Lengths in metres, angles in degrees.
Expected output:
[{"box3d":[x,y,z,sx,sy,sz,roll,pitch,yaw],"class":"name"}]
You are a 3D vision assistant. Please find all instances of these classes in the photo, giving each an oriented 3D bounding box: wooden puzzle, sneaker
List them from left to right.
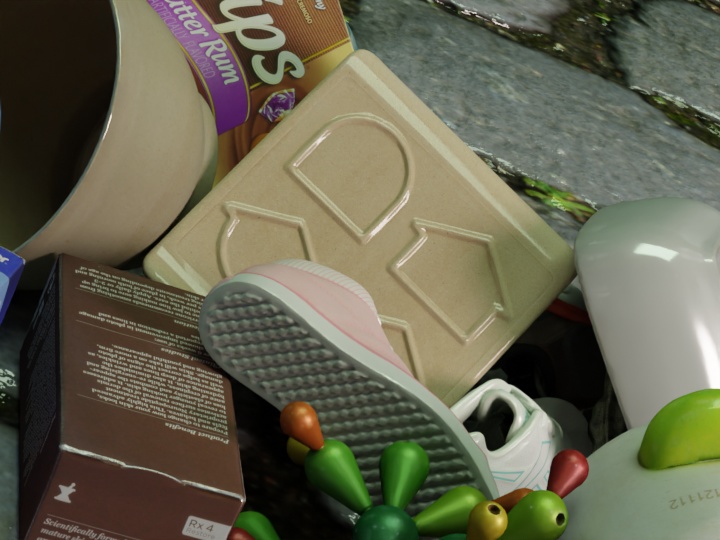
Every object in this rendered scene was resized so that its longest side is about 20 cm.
[{"box3d":[0.000,0.000,1.668,0.185,0.046,0.200,44,69,1],"class":"wooden puzzle"},{"box3d":[0.007,0.067,1.559,0.200,0.075,0.105,43,19,2],"class":"sneaker"},{"box3d":[0.087,0.101,1.649,0.070,0.081,0.200,32,25,20],"class":"sneaker"},{"box3d":[0.128,0.059,1.793,0.077,0.082,0.200,12,-11,46],"class":"sneaker"}]

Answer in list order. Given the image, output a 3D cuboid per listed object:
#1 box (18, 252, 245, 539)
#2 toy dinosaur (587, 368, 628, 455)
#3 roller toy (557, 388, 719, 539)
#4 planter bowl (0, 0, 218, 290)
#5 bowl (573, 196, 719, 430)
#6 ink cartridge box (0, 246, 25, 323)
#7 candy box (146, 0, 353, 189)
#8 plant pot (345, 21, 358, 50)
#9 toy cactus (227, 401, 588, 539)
[{"box3d":[-0.123,0.079,1.519,0.100,0.075,0.200,18,24,-15],"class":"box"},{"box3d":[0.153,0.097,1.691,0.088,0.047,0.201,54,30,-51],"class":"toy dinosaur"},{"box3d":[0.183,0.179,1.460,0.200,0.182,0.140,40,17,-24],"class":"roller toy"},{"box3d":[-0.167,-0.076,1.662,0.135,0.201,0.200,23,18,-47],"class":"planter bowl"},{"box3d":[0.203,0.050,1.705,0.200,0.074,0.201,-29,101,-73],"class":"bowl"},{"box3d":[-0.233,0.057,1.387,0.076,0.137,0.200,26,25,0],"class":"ink cartridge box"},{"box3d":[-0.058,-0.116,1.747,0.116,0.201,0.056,-16,-6,-1],"class":"candy box"},{"box3d":[-0.072,-0.109,1.853,0.199,0.135,0.200,19,25,-9],"class":"plant pot"},{"box3d":[0.008,0.147,1.442,0.199,0.102,0.165,0,50,22],"class":"toy cactus"}]
